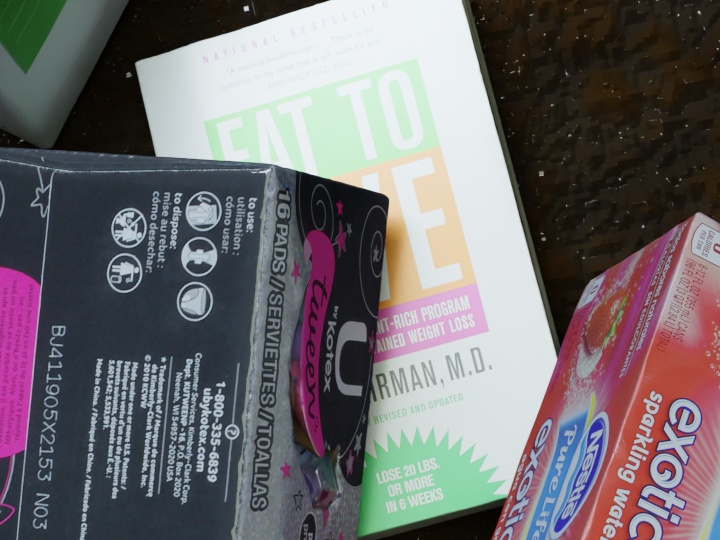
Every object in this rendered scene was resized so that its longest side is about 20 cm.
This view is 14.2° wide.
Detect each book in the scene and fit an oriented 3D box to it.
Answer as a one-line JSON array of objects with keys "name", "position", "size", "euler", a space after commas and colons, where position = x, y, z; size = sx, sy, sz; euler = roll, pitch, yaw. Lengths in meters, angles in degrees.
[{"name": "book", "position": [0.000, 0.000, 1.101], "size": [0.133, 0.048, 0.201], "euler": [-16, 80, 6]}]

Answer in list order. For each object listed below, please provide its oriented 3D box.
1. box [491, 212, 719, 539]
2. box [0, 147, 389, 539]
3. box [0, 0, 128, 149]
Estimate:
[{"name": "box", "position": [0.108, 0.096, 1.009], "size": [0.099, 0.095, 0.201], "euler": [28, 67, -12]}, {"name": "box", "position": [-0.073, 0.063, 1.032], "size": [0.132, 0.115, 0.201], "euler": [4, 88, 22]}, {"name": "box", "position": [-0.174, -0.185, 1.085], "size": [0.199, 0.171, 0.200], "euler": [25, 82, 9]}]
